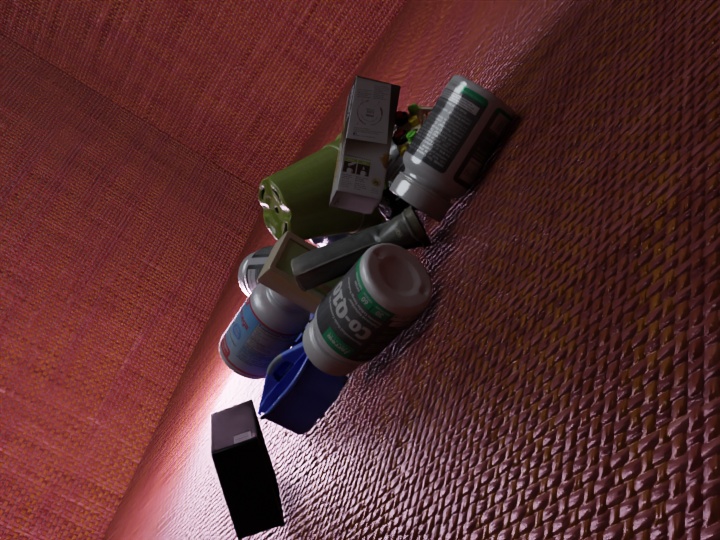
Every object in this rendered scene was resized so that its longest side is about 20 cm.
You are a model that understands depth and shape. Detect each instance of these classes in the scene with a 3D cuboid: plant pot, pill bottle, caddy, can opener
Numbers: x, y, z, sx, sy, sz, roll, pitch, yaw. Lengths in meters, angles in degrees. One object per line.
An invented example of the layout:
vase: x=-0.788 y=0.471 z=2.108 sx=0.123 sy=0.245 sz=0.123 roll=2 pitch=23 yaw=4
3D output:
plant pot: x=-0.079 y=-0.136 z=1.724 sx=0.189 sy=0.201 sz=0.200 roll=-20 pitch=-6 yaw=-25
pill bottle: x=0.004 y=0.061 z=1.334 sx=0.200 sy=0.113 sz=0.113 roll=-49 pitch=16 yaw=43
pill bottle: x=-0.145 y=0.009 z=1.733 sx=0.200 sy=0.114 sz=0.114 roll=-1 pitch=58 yaw=62
caddy: x=-0.100 y=0.174 z=1.535 sx=0.200 sy=0.105 sz=0.142 roll=-50 pitch=14 yaw=38
pill bottle: x=0.135 y=-0.182 z=1.419 sx=0.201 sy=0.113 sz=0.113 roll=-57 pitch=12 yaw=6
pill bottle: x=-0.153 y=0.086 z=1.594 sx=0.200 sy=0.108 sz=0.109 roll=-53 pitch=13 yaw=34
can opener: x=0.092 y=-0.134 z=1.565 sx=0.078 sy=0.064 sz=0.200 roll=-32 pitch=2 yaw=-32

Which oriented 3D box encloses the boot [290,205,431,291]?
boot: x=0.002 y=-0.027 z=1.409 sx=0.199 sy=0.073 sz=0.182 roll=-30 pitch=-10 yaw=6

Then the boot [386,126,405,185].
boot: x=0.048 y=-0.194 z=1.795 sx=0.200 sy=0.096 sz=0.073 roll=-51 pitch=-15 yaw=16

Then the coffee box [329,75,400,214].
coffee box: x=0.006 y=-0.209 z=1.585 sx=0.114 sy=0.079 sz=0.201 roll=137 pitch=143 yaw=-78

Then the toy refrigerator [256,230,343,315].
toy refrigerator: x=-0.053 y=0.026 z=1.478 sx=0.070 sy=0.199 sz=0.076 roll=-37 pitch=24 yaw=59

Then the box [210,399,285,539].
box: x=-0.177 y=0.301 z=1.446 sx=0.078 sy=0.142 sz=0.200 roll=-19 pitch=10 yaw=-6

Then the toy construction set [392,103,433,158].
toy construction set: x=0.123 y=-0.239 z=1.577 sx=0.131 sy=0.092 sz=0.200 roll=-22 pitch=20 yaw=19

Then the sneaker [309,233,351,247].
sneaker: x=-0.073 y=-0.077 z=1.927 sx=0.081 sy=0.146 sz=0.200 roll=-63 pitch=13 yaw=-20

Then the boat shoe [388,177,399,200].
boat shoe: x=0.085 y=-0.157 z=1.678 sx=0.073 sy=0.063 sz=0.200 roll=-63 pitch=13 yaw=-18

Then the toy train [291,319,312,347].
toy train: x=-0.073 y=0.107 z=1.593 sx=0.200 sy=0.046 sz=0.034 roll=-52 pitch=24 yaw=39

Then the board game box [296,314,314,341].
board game box: x=-0.054 y=0.094 z=1.621 sx=0.200 sy=0.019 sz=0.103 roll=-50 pitch=52 yaw=38
